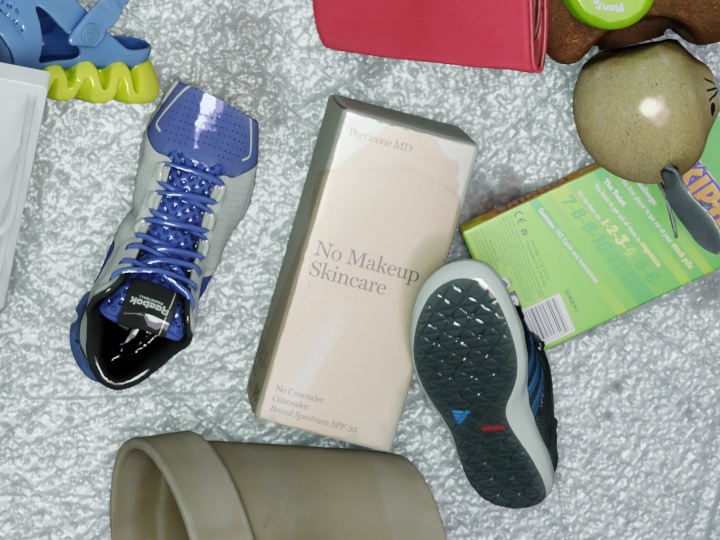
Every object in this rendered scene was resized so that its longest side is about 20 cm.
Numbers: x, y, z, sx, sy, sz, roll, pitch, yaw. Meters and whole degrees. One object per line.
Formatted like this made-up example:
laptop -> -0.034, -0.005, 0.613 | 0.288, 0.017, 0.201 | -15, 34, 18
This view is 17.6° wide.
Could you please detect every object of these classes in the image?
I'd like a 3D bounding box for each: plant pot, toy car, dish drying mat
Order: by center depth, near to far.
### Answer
dish drying mat -> 0.038, -0.161, 1.372 | 0.018, 0.200, 0.077 | -11, 105, -38
toy car -> 0.188, -0.112, 1.399 | 0.157, 0.164, 0.201 | -14, 99, -4
plant pot -> -0.045, 0.185, 1.442 | 0.173, 0.200, 0.201 | -11, 103, -22

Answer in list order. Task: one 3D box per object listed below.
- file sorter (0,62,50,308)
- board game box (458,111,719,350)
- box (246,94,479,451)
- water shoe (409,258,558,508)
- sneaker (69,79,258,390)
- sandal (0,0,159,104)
file sorter -> -0.263, -0.014, 1.307 | 0.138, 0.125, 0.200 | 11, 140, -9
board game box -> 0.172, -0.026, 1.493 | 0.199, 0.030, 0.096 | -24, 104, 1
box -> 0.000, 0.000, 1.450 | 0.095, 0.078, 0.201 | 13, 100, -9
water shoe -> 0.079, 0.058, 1.446 | 0.071, 0.079, 0.201 | 0, 131, 17
sneaker -> -0.115, -0.008, 1.415 | 0.080, 0.115, 0.200 | 22, 98, -12
sandal -> -0.204, -0.142, 1.365 | 0.199, 0.079, 0.088 | -7, 109, -44
